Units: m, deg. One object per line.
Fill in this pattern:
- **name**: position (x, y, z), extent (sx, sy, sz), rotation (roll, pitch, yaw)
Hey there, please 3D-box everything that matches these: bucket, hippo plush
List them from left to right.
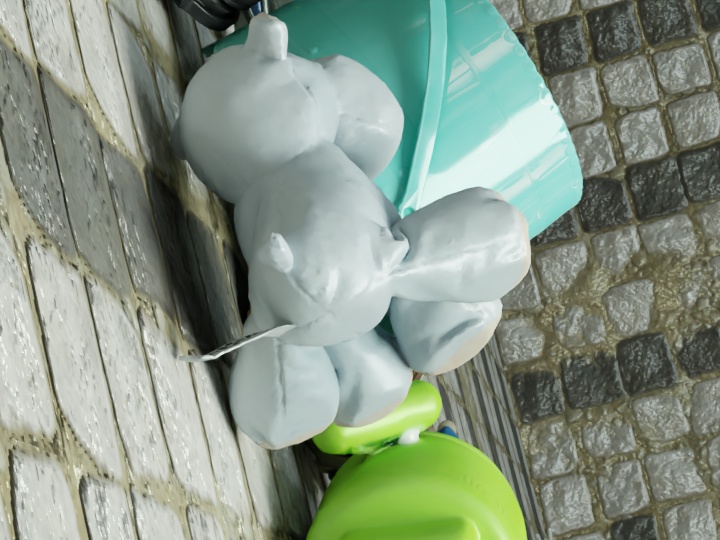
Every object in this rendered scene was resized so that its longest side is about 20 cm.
- **hippo plush**: position (-0.036, -0.021, 1.124), extent (0.199, 0.160, 0.161), rotation (-2, 50, -42)
- **bucket**: position (0.019, -0.076, 1.296), extent (0.208, 0.134, 0.207), rotation (54, -10, 13)

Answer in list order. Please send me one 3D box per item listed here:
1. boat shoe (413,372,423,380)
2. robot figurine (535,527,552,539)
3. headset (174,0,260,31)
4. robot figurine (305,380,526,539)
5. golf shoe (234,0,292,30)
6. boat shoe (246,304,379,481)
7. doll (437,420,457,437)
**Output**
- **boat shoe**: position (0.011, 0.036, 1.455), extent (0.203, 0.074, 0.075), rotation (97, 5, -49)
- **robot figurine**: position (0.210, 0.362, 2.369), extent (0.170, 0.112, 0.201), rotation (142, -64, -66)
- **headset**: position (-0.065, -0.194, 1.274), extent (0.094, 0.123, 0.200), rotation (55, -9, -1)
- **robot figurine**: position (0.029, 0.150, 1.217), extent (0.200, 0.115, 0.177), rotation (-62, 143, -81)
- **golf shoe**: position (-0.049, -0.241, 1.450), extent (0.078, 0.097, 0.202), rotation (-16, 92, -84)
- **boat shoe**: position (-0.016, 0.077, 1.308), extent (0.073, 0.063, 0.201), rotation (42, -24, 39)
- **doll**: position (0.080, 0.189, 1.905), extent (0.200, 0.048, 0.138), rotation (44, 40, -66)
